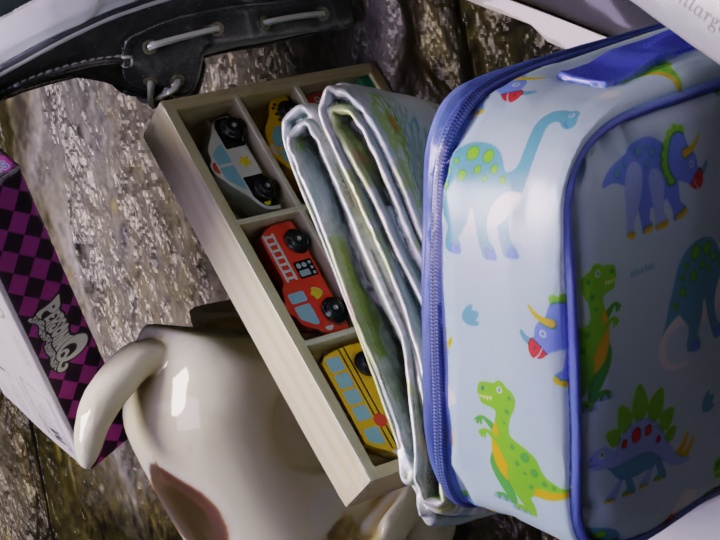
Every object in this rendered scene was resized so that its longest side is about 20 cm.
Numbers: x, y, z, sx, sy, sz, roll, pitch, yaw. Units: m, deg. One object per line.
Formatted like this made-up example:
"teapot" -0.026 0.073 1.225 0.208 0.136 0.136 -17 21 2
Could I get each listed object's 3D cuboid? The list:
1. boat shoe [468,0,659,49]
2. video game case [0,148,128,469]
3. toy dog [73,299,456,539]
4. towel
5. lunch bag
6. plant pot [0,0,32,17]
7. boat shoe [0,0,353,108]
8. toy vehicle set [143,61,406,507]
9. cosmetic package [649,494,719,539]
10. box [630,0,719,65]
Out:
"boat shoe" 0.058 -0.137 0.795 0.199 0.073 0.063 27 109 13
"video game case" -0.194 -0.019 0.945 0.181 0.036 0.200 38 157 34
"toy dog" -0.040 0.121 0.960 0.139 0.193 0.201 3 98 40
"towel" 0.047 0.013 0.810 0.048 0.200 0.172 -23 80 20
"lunch bag" 0.107 -0.007 0.702 0.082 0.199 0.162 16 118 41
"plant pot" -0.184 -0.222 1.009 0.195 0.199 0.197 30 125 45
"boat shoe" -0.090 -0.110 0.932 0.071 0.199 0.072 70 165 -7
"toy vehicle set" 0.000 0.000 0.910 0.201 0.124 0.027 60 141 19
"cosmetic package" 0.146 0.149 0.816 0.200 0.071 0.102 -41 69 50
"box" 0.194 -0.142 0.597 0.199 0.130 0.201 44 134 35
